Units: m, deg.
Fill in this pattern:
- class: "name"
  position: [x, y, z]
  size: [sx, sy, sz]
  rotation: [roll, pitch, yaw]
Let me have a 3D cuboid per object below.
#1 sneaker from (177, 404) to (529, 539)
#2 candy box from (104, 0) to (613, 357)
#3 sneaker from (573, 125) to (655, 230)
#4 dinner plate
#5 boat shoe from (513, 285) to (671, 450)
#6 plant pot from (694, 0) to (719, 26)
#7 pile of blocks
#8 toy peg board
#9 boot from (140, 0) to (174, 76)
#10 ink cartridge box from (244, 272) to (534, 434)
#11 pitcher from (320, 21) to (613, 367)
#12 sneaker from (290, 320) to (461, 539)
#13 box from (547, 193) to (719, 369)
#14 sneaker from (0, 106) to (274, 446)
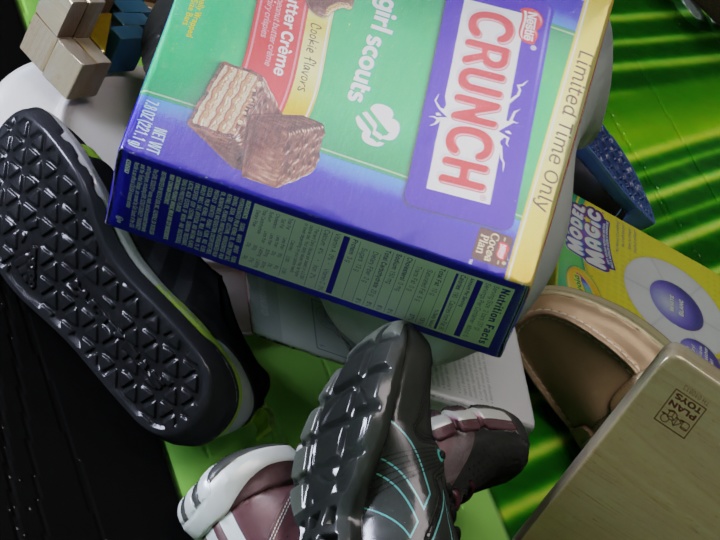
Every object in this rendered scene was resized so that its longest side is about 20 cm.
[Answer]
- class: "sneaker"
  position: [0.015, 0.137, 1.257]
  size: [0.199, 0.076, 0.116]
  rotation: [-10, 61, -34]
- class: "candy box"
  position: [0.001, -0.075, 1.232]
  size: [0.199, 0.077, 0.170]
  rotation: [18, 61, -2]
- class: "sneaker"
  position: [0.096, -0.072, 1.564]
  size: [0.200, 0.078, 0.070]
  rotation: [40, 26, -37]
- class: "dinner plate"
  position: [-0.106, -0.047, 1.390]
  size: [0.199, 0.024, 0.201]
  rotation: [24, 39, -20]
- class: "boat shoe"
  position: [0.156, 0.088, 1.425]
  size: [0.200, 0.071, 0.065]
  rotation: [40, 34, 1]
- class: "plant pot"
  position: [0.261, -0.277, 1.861]
  size: [0.186, 0.187, 0.201]
  rotation: [-4, 67, -44]
- class: "pile of blocks"
  position: [-0.137, -0.165, 1.437]
  size: [0.082, 0.062, 0.200]
  rotation: [19, 31, -18]
- class: "toy peg board"
  position: [0.173, 0.152, 1.276]
  size: [0.199, 0.200, 0.098]
  rotation: [34, 19, -5]
- class: "boot"
  position: [-0.033, -0.068, 1.354]
  size: [0.138, 0.078, 0.201]
  rotation: [25, 35, -27]
- class: "ink cartridge box"
  position: [0.000, 0.000, 1.411]
  size: [0.173, 0.044, 0.201]
  rotation: [18, 40, -25]
- class: "pitcher"
  position: [0.061, -0.028, 1.365]
  size: [0.121, 0.172, 0.200]
  rotation: [14, 48, 25]
- class: "sneaker"
  position: [0.010, 0.120, 1.180]
  size: [0.079, 0.075, 0.201]
  rotation: [23, 62, -22]
- class: "box"
  position: [0.162, 0.030, 1.519]
  size: [0.199, 0.048, 0.118]
  rotation: [26, 36, -14]
- class: "sneaker"
  position: [-0.114, 0.008, 1.295]
  size: [0.201, 0.072, 0.083]
  rotation: [55, 25, 15]
